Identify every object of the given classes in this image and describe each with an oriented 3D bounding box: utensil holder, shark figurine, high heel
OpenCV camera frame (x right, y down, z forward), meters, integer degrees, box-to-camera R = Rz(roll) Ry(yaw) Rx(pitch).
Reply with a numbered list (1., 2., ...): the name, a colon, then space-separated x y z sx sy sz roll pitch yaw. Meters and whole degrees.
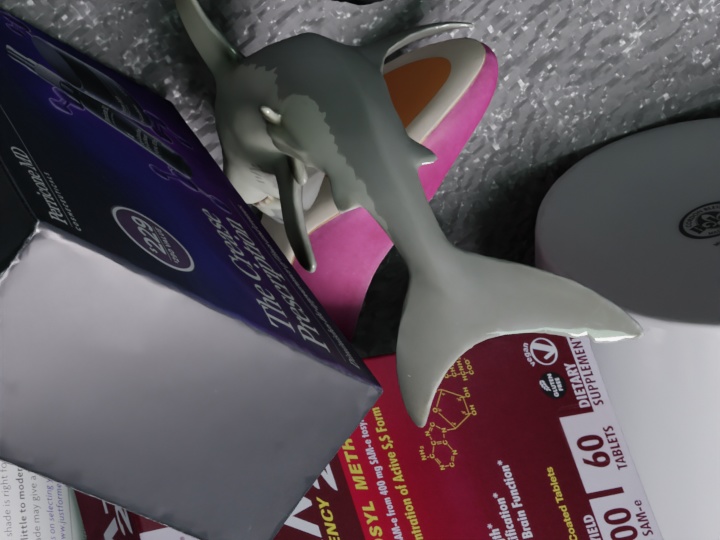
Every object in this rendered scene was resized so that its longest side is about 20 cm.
1. utensil holder: 0.158 0.058 0.918 0.170 0.170 0.200 -20 124 -16
2. shark figurine: 0.008 -0.049 0.705 0.089 0.214 0.128 -25 117 -13
3. high heel: 0.000 0.000 0.853 0.096 0.067 0.200 35 102 -35

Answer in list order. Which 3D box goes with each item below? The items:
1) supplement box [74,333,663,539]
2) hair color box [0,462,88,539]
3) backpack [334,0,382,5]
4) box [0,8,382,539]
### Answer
1. supplement box: 0.004 0.091 0.795 0.200 0.109 0.061 -9 157 -25
2. hair color box: -0.180 0.092 0.789 0.200 0.065 0.109 0 79 -29
3. backpack: 0.026 -0.199 0.705 0.167 0.127 0.200 -25 125 -8
4. box: -0.100 -0.011 0.707 0.141 0.200 0.079 25 107 -38
